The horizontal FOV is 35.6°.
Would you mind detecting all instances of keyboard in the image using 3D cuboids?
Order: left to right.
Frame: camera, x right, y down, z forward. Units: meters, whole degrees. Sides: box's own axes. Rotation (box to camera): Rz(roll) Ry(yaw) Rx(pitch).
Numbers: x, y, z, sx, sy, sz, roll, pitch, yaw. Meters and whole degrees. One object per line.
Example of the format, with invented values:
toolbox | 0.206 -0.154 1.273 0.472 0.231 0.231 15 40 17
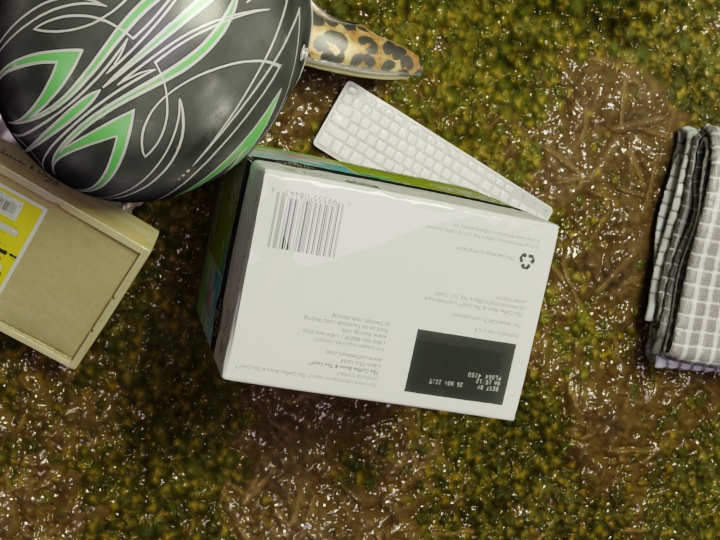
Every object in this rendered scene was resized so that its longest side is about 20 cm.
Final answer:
keyboard | 0.059 -0.073 0.880 0.199 0.011 0.057 30 89 -16

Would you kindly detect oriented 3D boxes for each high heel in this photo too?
high heel | -0.034 -0.222 0.803 0.197 0.071 0.144 15 99 -7

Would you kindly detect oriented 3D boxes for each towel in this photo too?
towel | 0.327 -0.008 0.919 0.163 0.086 0.203 8 95 -14

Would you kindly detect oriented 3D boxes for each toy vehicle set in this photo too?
toy vehicle set | -0.250 -0.027 0.751 0.199 0.027 0.124 31 121 -16

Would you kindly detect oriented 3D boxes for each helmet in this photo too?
helmet | -0.131 -0.139 0.694 0.197 0.190 0.203 -2 95 -21

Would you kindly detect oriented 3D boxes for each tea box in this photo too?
tea box | 0.000 0.000 0.775 0.197 0.197 0.135 10 98 -16

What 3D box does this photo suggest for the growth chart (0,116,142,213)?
growth chart | -0.243 -0.080 0.779 0.145 0.018 0.201 -43 116 -8
